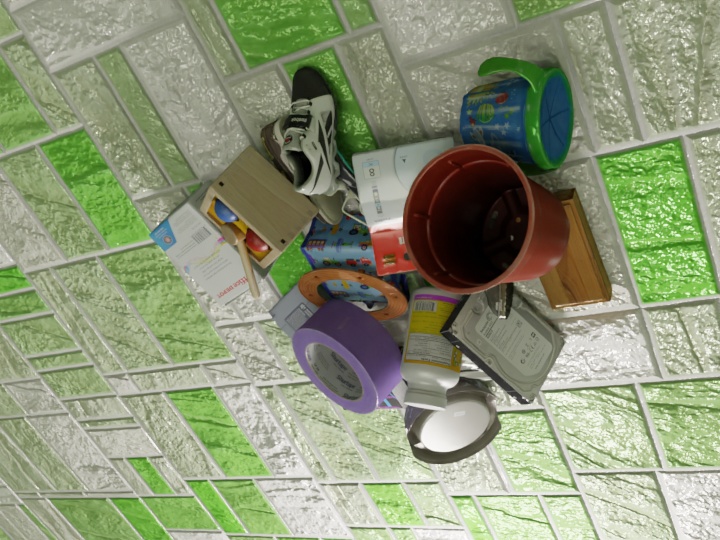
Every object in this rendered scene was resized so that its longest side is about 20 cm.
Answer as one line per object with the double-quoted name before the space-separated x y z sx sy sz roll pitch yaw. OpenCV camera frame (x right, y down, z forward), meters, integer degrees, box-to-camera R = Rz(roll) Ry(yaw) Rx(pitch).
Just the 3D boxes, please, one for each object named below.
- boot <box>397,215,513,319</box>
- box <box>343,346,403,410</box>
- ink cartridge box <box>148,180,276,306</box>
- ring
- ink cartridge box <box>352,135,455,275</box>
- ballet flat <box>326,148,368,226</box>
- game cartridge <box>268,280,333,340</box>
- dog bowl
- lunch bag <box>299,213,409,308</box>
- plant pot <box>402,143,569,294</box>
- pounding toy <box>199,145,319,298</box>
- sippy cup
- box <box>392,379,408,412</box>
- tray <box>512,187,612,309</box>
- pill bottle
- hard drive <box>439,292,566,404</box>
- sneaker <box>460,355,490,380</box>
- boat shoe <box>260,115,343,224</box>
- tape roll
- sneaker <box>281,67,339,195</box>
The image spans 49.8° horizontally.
"boot" 0.149 -0.007 1.280 0.199 0.073 0.183 -4 82 19
"box" 0.030 0.222 1.580 0.199 0.036 0.143 -8 123 28
"ink cartridge box" -0.273 -0.047 1.467 0.144 0.085 0.200 -30 109 39
"ring" -0.013 0.040 1.378 0.199 0.019 0.201 10 153 5
"ink cartridge box" 0.083 -0.097 1.213 0.159 0.047 0.201 -9 99 9
"ballet flat" -0.017 -0.132 1.271 0.200 0.073 0.073 45 131 -6
"game cartridge" -0.073 0.114 1.516 0.200 0.041 0.133 46 129 -3
"dog bowl" 0.174 0.284 1.490 0.199 0.059 0.201 -10 128 -12
"lunch bag" 0.000 0.000 1.388 0.150 0.094 0.201 2 136 20
"plant pot" 0.196 -0.064 1.113 0.200 0.195 0.202 -3 85 37
"pounding toy" -0.184 -0.075 1.332 0.184 0.142 0.200 43 161 -7
"sippy cup" 0.214 -0.211 1.088 0.130 0.139 0.179 5 110 34
"box" 0.068 0.198 1.495 0.041 0.039 0.200 -19 116 31
"tray" 0.324 -0.029 1.241 0.098 0.037 0.201 -11 122 31
"pill bottle" 0.126 0.136 1.344 0.104 0.201 0.104 10 167 2
"hard drive" 0.246 0.113 1.321 0.200 0.140 0.038 42 156 -10
"sneaker" 0.164 0.143 1.433 0.199 0.076 0.116 -7 115 12
"boat shoe" -0.098 -0.161 1.304 0.059 0.072 0.201 -13 118 40
"tape roll" -0.023 0.157 1.401 0.199 0.085 0.201 30 145 24
"sneaker" -0.084 -0.215 1.202 0.074 0.088 0.201 -5 96 38
